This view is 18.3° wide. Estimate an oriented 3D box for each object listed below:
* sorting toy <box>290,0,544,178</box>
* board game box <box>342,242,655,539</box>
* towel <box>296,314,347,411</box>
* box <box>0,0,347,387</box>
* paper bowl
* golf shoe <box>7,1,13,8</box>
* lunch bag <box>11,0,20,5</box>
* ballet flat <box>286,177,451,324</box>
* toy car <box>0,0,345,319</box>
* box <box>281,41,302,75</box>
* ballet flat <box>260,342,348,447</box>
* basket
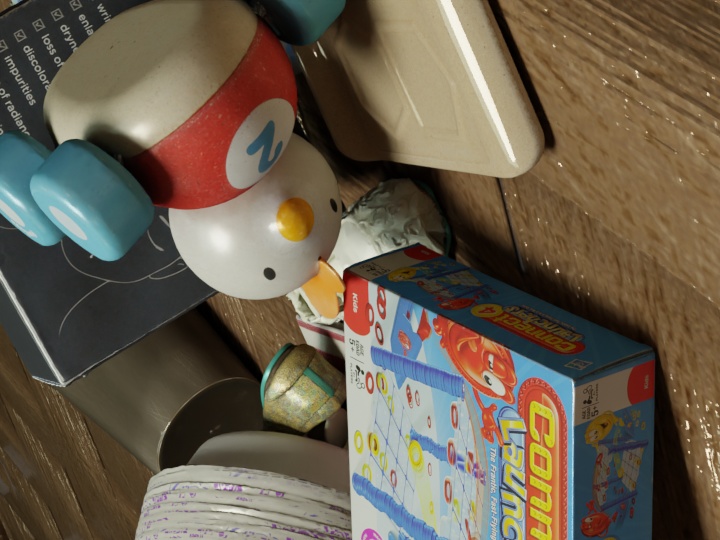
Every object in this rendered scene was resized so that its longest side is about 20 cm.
[{"bbox_3d":[0.012,-0.139,1.149,0.200,0.036,0.186,8,126,63],"label":"sorting toy"},{"bbox_3d":[0.071,0.110,1.197,0.195,0.056,0.201,25,124,50],"label":"board game box"},{"bbox_3d":[0.021,0.124,1.560,0.201,0.023,0.144,66,164,-12],"label":"towel"},{"bbox_3d":[-0.148,-0.068,1.300,0.201,0.196,0.124,61,166,-8],"label":"box"},{"bbox_3d":[-0.054,0.180,1.550,0.201,0.199,0.105,114,168,-69],"label":"paper bowl"},{"bbox_3d":[-0.201,-0.137,1.698,0.094,0.078,0.200,41,164,38],"label":"golf shoe"},{"bbox_3d":[-0.187,-0.178,1.499,0.200,0.082,0.162,-117,6,-59],"label":"lunch bag"},{"bbox_3d":[0.000,0.000,1.345,0.072,0.071,0.200,59,162,4],"label":"ballet flat"},{"bbox_3d":[-0.063,-0.047,1.186,0.200,0.185,0.177,47,164,-24],"label":"toy car"},{"bbox_3d":[-0.101,-0.205,1.343,0.200,0.041,0.157,32,147,60],"label":"box"},{"bbox_3d":[-0.039,0.110,1.585,0.071,0.070,0.200,55,165,15],"label":"ballet flat"},{"bbox_3d":[-0.175,0.086,1.876,0.200,0.135,0.181,41,149,39],"label":"basket"}]
